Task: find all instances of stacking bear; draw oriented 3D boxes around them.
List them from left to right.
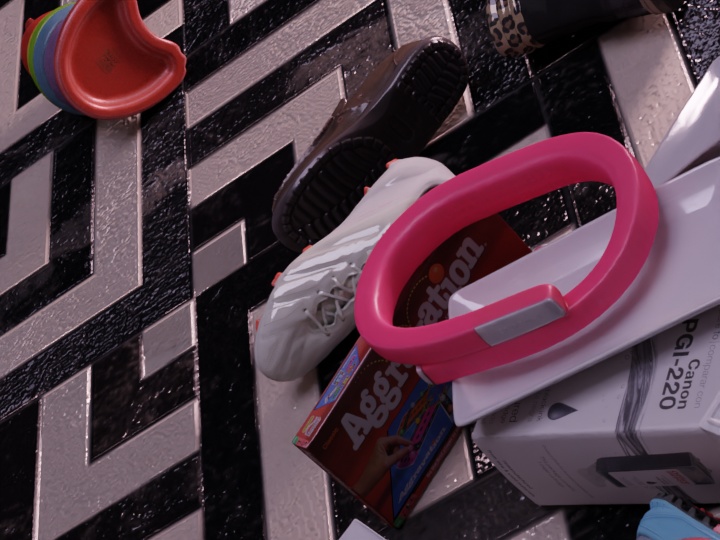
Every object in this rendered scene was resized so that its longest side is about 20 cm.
[{"bbox_3d":[-0.267,-0.207,1.793,0.114,0.122,0.200,-45,25,-11],"label":"stacking bear"}]

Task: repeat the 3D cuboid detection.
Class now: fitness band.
[{"bbox_3d":[0.084,-0.008,1.114,0.199,0.037,0.144,-20,39,32],"label":"fitness band"}]

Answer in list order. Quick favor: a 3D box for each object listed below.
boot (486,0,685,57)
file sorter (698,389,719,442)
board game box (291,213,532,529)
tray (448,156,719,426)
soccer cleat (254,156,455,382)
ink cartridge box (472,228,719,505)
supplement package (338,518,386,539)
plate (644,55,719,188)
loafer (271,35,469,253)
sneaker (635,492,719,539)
[{"bbox_3d":[0.172,-0.251,1.410,0.150,0.073,0.201,-19,49,33],"label":"boot"},{"bbox_3d":[0.298,0.045,0.940,0.138,0.124,0.201,20,71,51],"label":"file sorter"},{"bbox_3d":[0.044,0.056,1.211,0.019,0.103,0.201,15,67,52],"label":"board game box"},{"bbox_3d":[0.138,0.016,1.078,0.199,0.022,0.108,-28,37,25],"label":"tray"},{"bbox_3d":[0.000,0.000,1.345,0.200,0.069,0.077,-50,38,-10],"label":"soccer cleat"},{"bbox_3d":[0.180,0.055,1.089,0.199,0.085,0.146,-6,52,40],"label":"ink cartridge box"},{"bbox_3d":[0.059,0.261,0.912,0.147,0.200,0.191,-51,35,-8],"label":"supplement package"},{"bbox_3d":[0.254,-0.118,1.145,0.200,0.032,0.200,-42,7,48],"label":"plate"},{"bbox_3d":[0.004,-0.095,1.440,0.200,0.073,0.071,-47,24,-10],"label":"loafer"},{"bbox_3d":[0.200,0.194,0.957,0.096,0.079,0.200,-61,29,2],"label":"sneaker"}]
